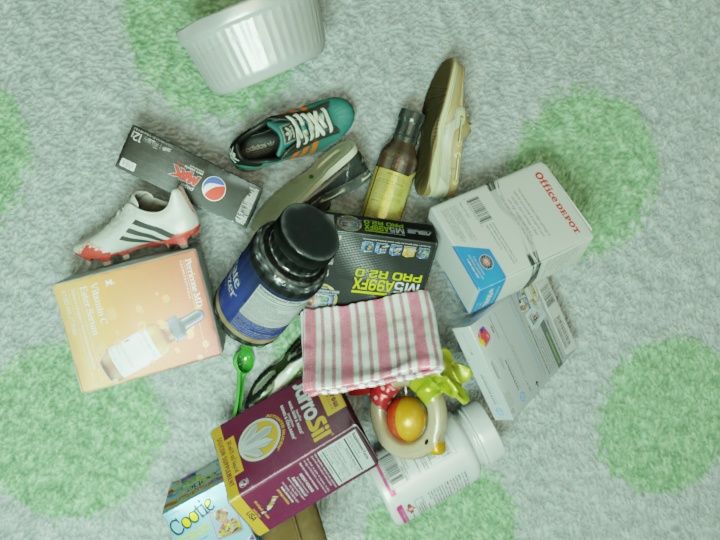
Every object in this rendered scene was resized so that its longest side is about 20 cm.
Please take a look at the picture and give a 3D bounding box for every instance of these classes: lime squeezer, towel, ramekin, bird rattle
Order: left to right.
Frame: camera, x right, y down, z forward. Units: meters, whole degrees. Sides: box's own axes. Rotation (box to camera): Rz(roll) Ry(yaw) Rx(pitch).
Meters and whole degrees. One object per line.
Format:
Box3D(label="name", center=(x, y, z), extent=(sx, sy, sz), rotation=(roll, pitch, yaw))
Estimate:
Box3D(label="lime squeezer", center=(-0.154, 0.119, 1.050), extent=(0.037, 0.070, 0.203), rotation=(31, 90, -29))
Box3D(label="ramekin", center=(-0.136, -0.310, 0.948), extent=(0.199, 0.203, 0.096), rotation=(-25, 111, -5))
Box3D(label="towel", center=(0.013, 0.096, 0.990), extent=(0.195, 0.148, 0.030), rotation=(-11, 134, 3))
Box3D(label="bird rattle", center=(0.059, 0.189, 1.032), extent=(0.196, 0.112, 0.168), rotation=(-6, 81, 28))

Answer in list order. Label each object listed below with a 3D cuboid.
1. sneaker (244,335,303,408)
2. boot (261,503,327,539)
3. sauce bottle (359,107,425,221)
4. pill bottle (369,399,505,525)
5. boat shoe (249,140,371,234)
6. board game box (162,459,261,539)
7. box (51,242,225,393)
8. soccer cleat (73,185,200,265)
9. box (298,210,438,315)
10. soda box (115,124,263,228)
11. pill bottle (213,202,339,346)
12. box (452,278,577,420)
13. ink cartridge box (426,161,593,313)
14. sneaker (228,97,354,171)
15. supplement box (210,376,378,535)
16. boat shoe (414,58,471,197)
Box3D(label="sneaker", center=(-0.080, 0.159, 1.073), extent=(0.199, 0.077, 0.089), rotation=(-41, 111, 4))
Box3D(label="boot", center=(-0.068, 0.341, 1.024), extent=(0.172, 0.202, 0.067), rotation=(-26, 132, 2))
Box3D(label="sauce bottle", center=(0.048, -0.137, 1.057), extent=(0.063, 0.065, 0.205), rotation=(18, 95, -10))
Box3D(label="pill bottle", center=(0.115, 0.289, 1.089), extent=(0.197, 0.113, 0.115), rotation=(-28, 100, -5))
Box3D(label="boat shoe", center=(-0.073, -0.104, 1.041), extent=(0.198, 0.072, 0.068), rotation=(-36, 125, 1))
Box3D(label="board game box", center=(-0.199, 0.401, 1.056), extent=(0.103, 0.103, 0.204), rotation=(-25, 100, -5))
Box3D(label="box", center=(-0.304, 0.061, 1.001), extent=(0.195, 0.106, 0.156), rotation=(-15, 98, -7))
Box3D(label="soccer cleat", center=(-0.314, -0.064, 0.982), extent=(0.195, 0.069, 0.087), rotation=(-9, 111, 17))
Box3D(label="box", center=(0.000, 0.000, 1.036), extent=(0.195, 0.045, 0.163), rotation=(7, 127, -10))
Box3D(label="soda box", center=(-0.238, -0.130, 1.008), extent=(0.197, 0.071, 0.065), rotation=(26, 91, -11))
Box3D(label="pill bottle", center=(-0.110, 0.006, 0.942), extent=(0.111, 0.113, 0.200), rotation=(33, 132, -11))
Box3D(label="box", center=(0.239, 0.103, 1.078), extent=(0.199, 0.041, 0.159), rotation=(-36, 103, -38))
Box3D(label="ink cartridge box", center=(0.213, -0.050, 1.040), extent=(0.196, 0.085, 0.148), rotation=(-22, 65, -14))
Box3D(label="sneaker", center=(-0.095, -0.193, 1.019), extent=(0.196, 0.080, 0.073), rotation=(-25, 99, -6))
Box3D(label="supplement box", center=(-0.094, 0.249, 1.001), extent=(0.197, 0.132, 0.104), rotation=(-30, 131, -4))
Box3D(label="boat shoe", center=(0.130, -0.209, 1.066), extent=(0.065, 0.074, 0.205), rotation=(8, 97, -22))
